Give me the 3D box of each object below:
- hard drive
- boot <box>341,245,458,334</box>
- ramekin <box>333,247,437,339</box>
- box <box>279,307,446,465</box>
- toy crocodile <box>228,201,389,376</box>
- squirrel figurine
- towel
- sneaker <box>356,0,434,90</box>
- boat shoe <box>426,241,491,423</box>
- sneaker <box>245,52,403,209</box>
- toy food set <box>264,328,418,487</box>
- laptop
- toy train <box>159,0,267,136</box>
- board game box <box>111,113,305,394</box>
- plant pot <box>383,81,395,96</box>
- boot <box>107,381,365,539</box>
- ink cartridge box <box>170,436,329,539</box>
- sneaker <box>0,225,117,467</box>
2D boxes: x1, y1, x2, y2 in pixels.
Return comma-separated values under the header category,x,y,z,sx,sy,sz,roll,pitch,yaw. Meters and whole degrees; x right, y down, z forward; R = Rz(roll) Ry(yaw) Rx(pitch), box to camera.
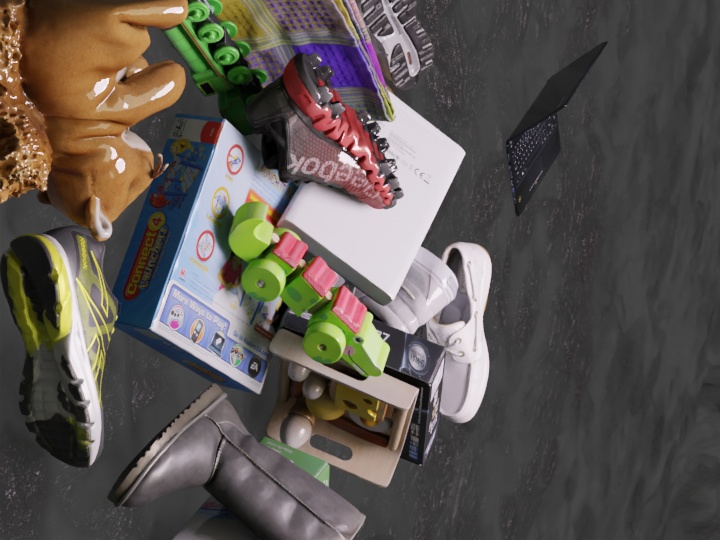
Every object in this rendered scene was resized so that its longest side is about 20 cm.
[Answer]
category,x,y,z,sx,sy,sz,roll,pitch,yaw
hard drive,0.014,-0.081,1.253,0.131,0.027,0.201,36,55,-13
boot,0.000,0.000,1.299,0.096,0.199,0.074,-43,137,-18
ramekin,0.030,0.057,1.446,0.202,0.093,0.204,-27,122,-56
box,0.002,0.112,1.289,0.201,0.159,0.044,91,23,-59
toy crocodile,-0.044,0.018,1.146,0.200,0.062,0.068,46,36,-14
squirrel figurine,-0.224,-0.113,0.921,0.199,0.141,0.188,-24,131,-41
towel,-0.057,-0.195,1.159,0.200,0.142,0.023,63,34,-52
sneaker,0.013,-0.278,1.321,0.078,0.090,0.201,-36,143,-16
boat shoe,0.100,0.067,1.415,0.069,0.070,0.202,10,81,-61
sneaker,-0.034,-0.111,1.164,0.200,0.097,0.071,44,23,-47
toy food set,-0.026,0.143,1.250,0.201,0.142,0.061,99,15,-60
laptop,0.287,-0.202,1.830,0.178,0.102,0.201,-52,141,-40
toy train,-0.126,-0.184,1.121,0.200,0.056,0.042,54,25,-56
board game box,-0.129,-0.010,1.173,0.200,0.055,0.197,42,61,-58
plant pot,0.033,-0.122,1.379,0.200,0.027,0.202,-14,90,-75
boot,-0.106,0.213,1.149,0.200,0.073,0.182,48,43,-1
ink cartridge box,-0.114,0.285,1.244,0.200,0.083,0.146,-46,147,-47
sneaker,-0.220,0.059,1.007,0.085,0.074,0.202,-34,128,-54
